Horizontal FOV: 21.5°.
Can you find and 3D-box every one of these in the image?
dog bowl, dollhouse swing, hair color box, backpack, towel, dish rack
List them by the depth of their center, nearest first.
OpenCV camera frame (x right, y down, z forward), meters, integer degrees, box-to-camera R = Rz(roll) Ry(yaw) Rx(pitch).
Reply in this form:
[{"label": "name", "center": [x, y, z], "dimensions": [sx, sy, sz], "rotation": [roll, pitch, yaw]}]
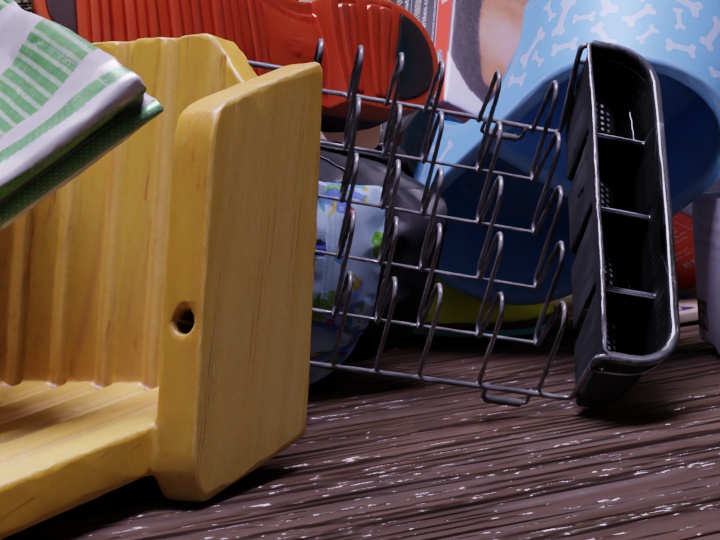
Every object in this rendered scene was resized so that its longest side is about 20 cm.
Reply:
[{"label": "dollhouse swing", "center": [-0.144, 0.001, 0.626], "dimensions": [0.198, 0.184, 0.175], "rotation": [0, -6, 32]}, {"label": "towel", "center": [-0.170, -0.049, 0.656], "dimensions": [0.152, 0.024, 0.200], "rotation": [-38, 37, -15]}, {"label": "dish rack", "center": [0.016, -0.025, 0.723], "dimensions": [0.198, 0.155, 0.055], "rotation": [8, -38, -7]}, {"label": "backpack", "center": [-0.091, -0.006, 0.806], "dimensions": [0.198, 0.155, 0.163], "rotation": [17, 0, -29]}, {"label": "dog bowl", "center": [0.093, -0.053, 0.846], "dimensions": [0.111, 0.050, 0.200], "rotation": [29, -43, -18]}, {"label": "hair color box", "center": [0.109, -0.076, 0.959], "dimensions": [0.198, 0.103, 0.061], "rotation": [21, -32, -26]}]

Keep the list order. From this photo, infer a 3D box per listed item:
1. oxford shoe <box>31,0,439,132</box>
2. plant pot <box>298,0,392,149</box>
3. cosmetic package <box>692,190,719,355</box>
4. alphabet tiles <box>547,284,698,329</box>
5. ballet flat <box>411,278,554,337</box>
[{"label": "oxford shoe", "center": [-0.061, -0.089, 0.829], "dimensions": [0.198, 0.072, 0.072], "rotation": [10, -22, -36]}, {"label": "plant pot", "center": [0.014, -0.054, 1.074], "dimensions": [0.200, 0.202, 0.093], "rotation": [-11, -30, -50]}, {"label": "cosmetic package", "center": [0.247, -0.006, 0.798], "dimensions": [0.197, 0.075, 0.102], "rotation": [-4, 5, -3]}, {"label": "alphabet tiles", "center": [0.140, 0.014, 1.023], "dimensions": [0.166, 0.008, 0.199], "rotation": [-8, 7, -30]}, {"label": "ballet flat", "center": [0.000, 0.000, 0.957], "dimensions": [0.198, 0.068, 0.067], "rotation": [-1, 8, 27]}]
